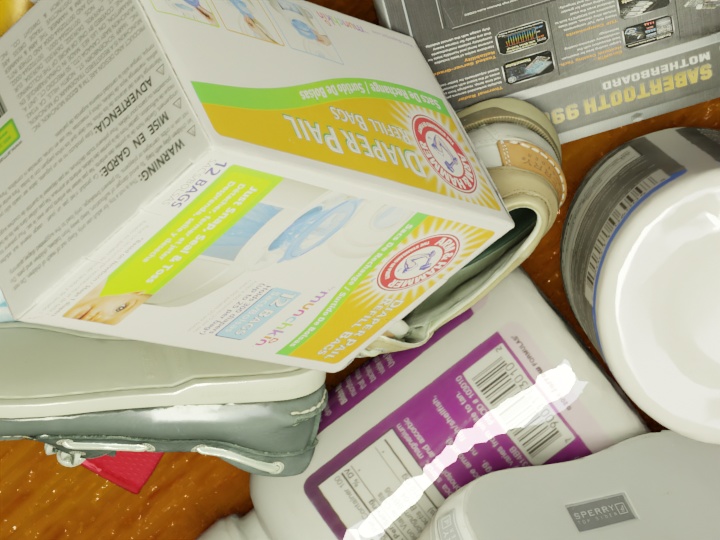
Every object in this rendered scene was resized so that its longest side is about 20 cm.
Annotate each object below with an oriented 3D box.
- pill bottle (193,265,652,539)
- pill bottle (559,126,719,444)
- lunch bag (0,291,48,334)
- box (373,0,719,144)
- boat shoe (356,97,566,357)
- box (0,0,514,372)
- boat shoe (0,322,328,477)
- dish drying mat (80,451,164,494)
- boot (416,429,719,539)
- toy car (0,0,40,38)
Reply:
[{"bbox_3d":[0.022,0.096,1.223,0.200,0.112,0.112,-38,100,4],"label":"pill bottle"},{"bbox_3d":[0.145,-0.001,1.167,0.114,0.200,0.114,0,100,-2],"label":"pill bottle"},{"bbox_3d":[-0.195,-0.067,1.200,0.200,0.082,0.161,31,94,-9],"label":"lunch bag"},{"bbox_3d":[0.105,-0.130,1.174,0.200,0.048,0.159,-17,142,1],"label":"box"},{"bbox_3d":[0.000,0.000,1.191,0.200,0.068,0.075,-35,117,22],"label":"boat shoe"},{"bbox_3d":[-0.050,-0.039,1.069,0.112,0.200,0.101,-40,62,24],"label":"box"},{"bbox_3d":[-0.113,0.062,1.163,0.200,0.073,0.062,-2,118,-3],"label":"boat shoe"},{"bbox_3d":[-0.082,0.001,1.247,0.077,0.018,0.200,31,97,-9],"label":"dish drying mat"},{"bbox_3d":[0.091,0.125,1.170,0.200,0.074,0.096,0,146,-38],"label":"boot"},{"bbox_3d":[-0.151,-0.162,1.105,0.175,0.150,0.200,-23,85,37],"label":"toy car"}]
